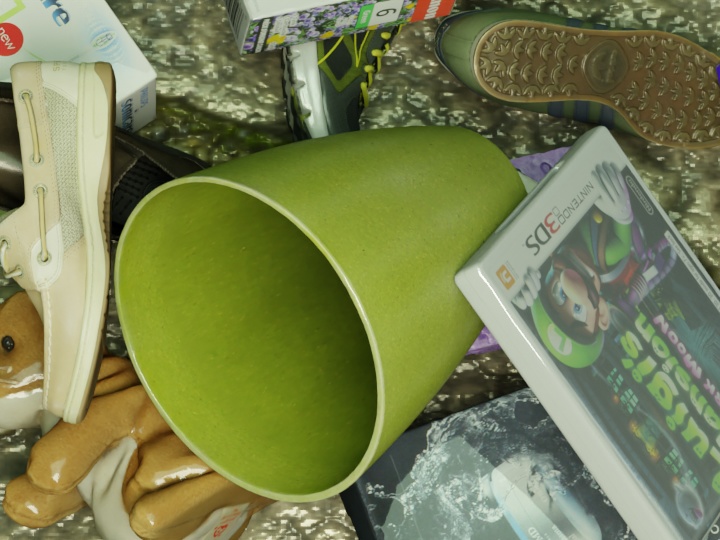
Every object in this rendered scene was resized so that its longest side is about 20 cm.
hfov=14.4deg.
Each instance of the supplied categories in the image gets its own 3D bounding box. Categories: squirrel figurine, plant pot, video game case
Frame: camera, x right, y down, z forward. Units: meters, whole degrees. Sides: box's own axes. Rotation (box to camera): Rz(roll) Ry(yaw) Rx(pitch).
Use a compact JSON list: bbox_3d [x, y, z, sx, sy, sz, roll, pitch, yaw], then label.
[{"bbox_3d":[-0.129,0.076,1.650,0.200,0.142,0.187,-35,69,-26],"label":"squirrel figurine"},{"bbox_3d":[0.000,0.000,1.561,0.187,0.187,0.200,50,46,9],"label":"plant pot"},{"bbox_3d":[0.151,0.039,1.568,0.200,0.023,0.182,55,39,-9],"label":"video game case"}]

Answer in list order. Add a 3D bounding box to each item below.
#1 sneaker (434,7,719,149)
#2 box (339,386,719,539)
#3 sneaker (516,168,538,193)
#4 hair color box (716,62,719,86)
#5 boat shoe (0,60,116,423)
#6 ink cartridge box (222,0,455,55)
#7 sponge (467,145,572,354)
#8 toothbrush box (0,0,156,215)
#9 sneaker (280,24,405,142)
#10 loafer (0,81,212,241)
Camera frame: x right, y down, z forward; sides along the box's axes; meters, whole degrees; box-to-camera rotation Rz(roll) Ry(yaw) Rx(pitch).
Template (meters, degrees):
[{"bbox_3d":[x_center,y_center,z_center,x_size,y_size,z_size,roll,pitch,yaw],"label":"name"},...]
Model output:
[{"bbox_3d":[0.134,-0.124,1.734,0.200,0.090,0.067,10,98,-30],"label":"sneaker"},{"bbox_3d":[0.112,0.172,1.632,0.200,0.117,0.197,-19,77,-7],"label":"box"},{"bbox_3d":[0.104,-0.007,1.681,0.200,0.077,0.089,23,89,6],"label":"sneaker"},{"bbox_3d":[0.290,-0.042,1.695,0.109,0.065,0.200,4,63,-31],"label":"hair color box"},{"bbox_3d":[-0.169,-0.016,1.561,0.065,0.072,0.200,2,85,-4],"label":"boat shoe"},{"bbox_3d":[0.010,-0.202,1.699,0.200,0.050,0.109,-12,68,-16],"label":"ink cartridge box"},{"bbox_3d":[0.069,-0.005,1.720,0.200,0.030,0.112,-13,77,-8],"label":"sponge"},{"bbox_3d":[-0.242,-0.108,1.699,0.200,0.086,0.146,-33,80,-13],"label":"toothbrush box"},{"bbox_3d":[-0.007,-0.147,1.729,0.084,0.074,0.200,-5,76,-6],"label":"sneaker"},{"bbox_3d":[-0.158,-0.057,1.626,0.200,0.071,0.073,13,99,-26],"label":"loafer"}]
